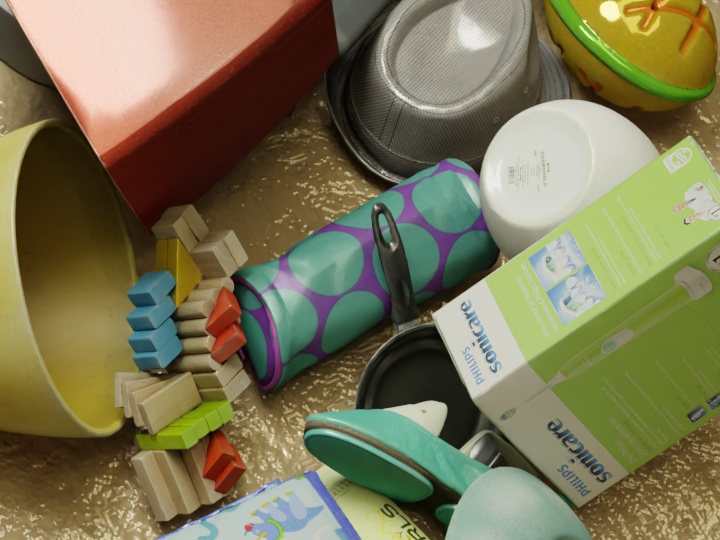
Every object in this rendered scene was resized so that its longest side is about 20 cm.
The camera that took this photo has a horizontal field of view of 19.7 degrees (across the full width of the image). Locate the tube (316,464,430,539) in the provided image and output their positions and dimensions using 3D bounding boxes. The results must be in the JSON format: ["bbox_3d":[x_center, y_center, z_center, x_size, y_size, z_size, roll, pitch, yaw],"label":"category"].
[{"bbox_3d":[0.033,0.199,1.322,0.200,0.058,0.052,42,101,20],"label":"tube"}]

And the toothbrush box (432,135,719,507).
[{"bbox_3d":[0.171,0.035,1.306,0.200,0.146,0.086,-37,43,10],"label":"toothbrush box"}]

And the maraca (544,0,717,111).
[{"bbox_3d":[0.187,-0.197,1.543,0.137,0.107,0.200,-12,57,-52],"label":"maraca"}]

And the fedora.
[{"bbox_3d":[0.069,-0.152,1.506,0.200,0.090,0.177,-38,73,-27],"label":"fedora"}]

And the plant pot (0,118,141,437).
[{"bbox_3d":[-0.239,0.016,1.311,0.141,0.200,0.201,-10,59,14],"label":"plant pot"}]

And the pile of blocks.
[{"bbox_3d":[-0.106,0.057,1.314,0.082,0.062,0.201,0,85,-46],"label":"pile of blocks"}]

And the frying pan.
[{"bbox_3d":[0.025,0.063,1.364,0.115,0.031,0.190,-41,103,-12],"label":"frying pan"}]

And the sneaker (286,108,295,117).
[{"bbox_3d":[-0.084,-0.126,1.473,0.082,0.077,0.200,43,74,-20],"label":"sneaker"}]

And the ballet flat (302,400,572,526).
[{"bbox_3d":[0.054,0.127,1.339,0.199,0.067,0.071,31,61,-14],"label":"ballet flat"}]

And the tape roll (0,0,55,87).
[{"bbox_3d":[-0.191,-0.228,1.516,0.199,0.066,0.201,5,59,-9],"label":"tape roll"}]

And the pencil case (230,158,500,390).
[{"bbox_3d":[0.000,0.000,1.406,0.199,0.092,0.085,-28,92,-24],"label":"pencil case"}]

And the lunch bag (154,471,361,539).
[{"bbox_3d":[-0.058,0.239,1.235,0.169,0.127,0.201,-23,77,-22],"label":"lunch bag"}]

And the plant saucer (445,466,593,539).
[{"bbox_3d":[0.116,0.216,1.255,0.039,0.201,0.202,-14,52,32],"label":"plant saucer"}]

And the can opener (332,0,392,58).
[{"bbox_3d":[-0.012,-0.207,1.485,0.067,0.053,0.200,49,34,-10],"label":"can opener"}]

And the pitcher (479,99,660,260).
[{"bbox_3d":[0.162,-0.015,1.394,0.121,0.200,0.173,-16,67,25],"label":"pitcher"}]

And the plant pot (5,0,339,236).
[{"bbox_3d":[-0.122,-0.168,1.332,0.176,0.200,0.201,-31,80,-4],"label":"plant pot"}]
